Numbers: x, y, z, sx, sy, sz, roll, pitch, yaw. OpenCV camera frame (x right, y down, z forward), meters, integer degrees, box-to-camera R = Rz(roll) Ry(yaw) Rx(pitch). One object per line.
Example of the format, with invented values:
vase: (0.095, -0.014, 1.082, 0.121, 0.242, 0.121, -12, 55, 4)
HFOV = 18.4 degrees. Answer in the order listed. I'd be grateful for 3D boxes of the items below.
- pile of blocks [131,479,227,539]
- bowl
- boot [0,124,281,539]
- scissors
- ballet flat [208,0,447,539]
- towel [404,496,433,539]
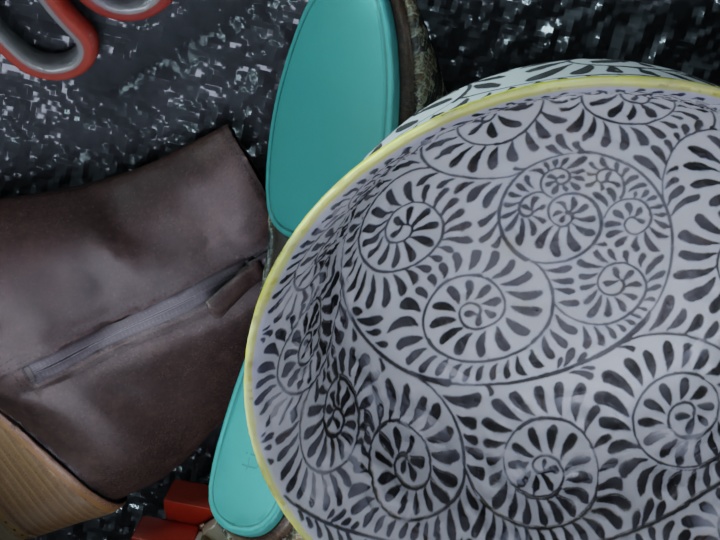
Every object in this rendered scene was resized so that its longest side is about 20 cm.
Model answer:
pile of blocks: (-0.068, 0.115, 0.823, 0.062, 0.082, 0.200, 42, 101, -16)
bowl: (0.064, 0.009, 0.674, 0.200, 0.094, 0.201, -1, 122, -2)
boot: (-0.116, -0.010, 0.777, 0.166, 0.072, 0.200, -31, 109, 7)
scissors: (-0.127, -0.140, 0.696, 0.073, 0.014, 0.200, -22, 129, 17)
ballet flat: (0.000, 0.000, 0.743, 0.068, 0.075, 0.201, 13, 93, 44)
towel: (0.006, 0.155, 0.795, 0.149, 0.031, 0.200, -32, 145, 12)
